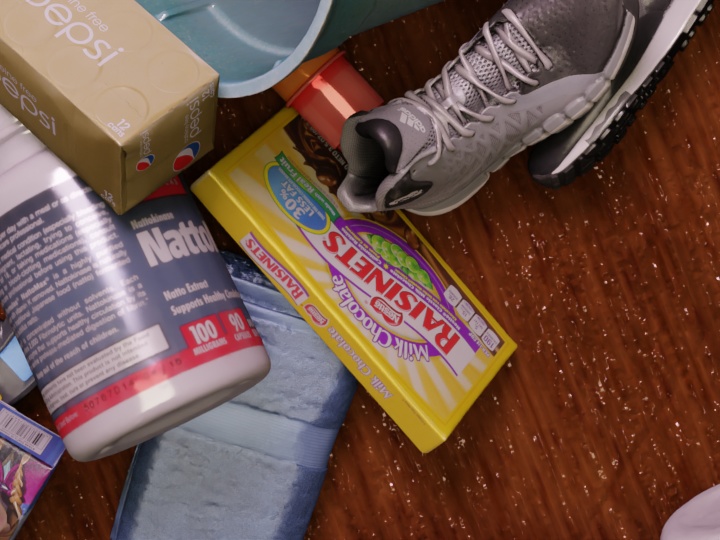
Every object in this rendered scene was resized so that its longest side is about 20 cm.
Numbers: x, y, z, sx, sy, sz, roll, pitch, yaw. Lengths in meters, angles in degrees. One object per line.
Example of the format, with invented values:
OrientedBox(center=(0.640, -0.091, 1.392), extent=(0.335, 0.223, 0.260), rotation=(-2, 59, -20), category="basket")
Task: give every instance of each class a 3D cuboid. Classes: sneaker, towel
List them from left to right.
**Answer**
OrientedBox(center=(-0.071, 0.097, 0.958), extent=(0.112, 0.049, 0.200), rotation=(19, 93, -4), category="towel")
OrientedBox(center=(0.058, -0.090, 0.871), extent=(0.075, 0.115, 0.200), rotation=(53, 126, 15), category="sneaker")
OrientedBox(center=(0.143, -0.143, 0.941), extent=(0.088, 0.076, 0.200), rotation=(35, 90, 10), category="sneaker")

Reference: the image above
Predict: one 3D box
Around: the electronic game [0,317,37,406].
OrientedBox(center=(-0.260, -0.003, 0.947), extent=(0.200, 0.042, 0.200), rotation=(0, 95, -1), category="electronic game")

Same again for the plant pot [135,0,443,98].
OrientedBox(center=(-0.011, -0.206, 0.839), extent=(0.196, 0.200, 0.200), rotation=(-20, 97, -41), category="plant pot")

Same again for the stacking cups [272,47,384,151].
OrientedBox(center=(-0.069, -0.149, 0.921), extent=(0.061, 0.061, 0.200), rotation=(-42, 90, 2), category="stacking cups")

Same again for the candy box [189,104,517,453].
OrientedBox(center=(0.000, 0.000, 0.930), extent=(0.200, 0.102, 0.026), rotation=(48, 136, -5), category="candy box")

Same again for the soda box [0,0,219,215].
OrientedBox(center=(-0.163, -0.123, 0.821), extent=(0.200, 0.064, 0.068), rotation=(42, 62, 17), category="soda box")

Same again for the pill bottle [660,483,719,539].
OrientedBox(center=(0.261, 0.222, 0.944), extent=(0.116, 0.116, 0.200), rotation=(-23, 95, 1), category="pill bottle")

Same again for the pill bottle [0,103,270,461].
OrientedBox(center=(-0.141, -0.010, 0.877), extent=(0.120, 0.120, 0.200), rotation=(-26, 84, 1), category="pill bottle")

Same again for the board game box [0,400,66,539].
OrientedBox(center=(-0.303, 0.133, 0.937), extent=(0.200, 0.043, 0.199), rotation=(31, 107, -4), category="board game box")
